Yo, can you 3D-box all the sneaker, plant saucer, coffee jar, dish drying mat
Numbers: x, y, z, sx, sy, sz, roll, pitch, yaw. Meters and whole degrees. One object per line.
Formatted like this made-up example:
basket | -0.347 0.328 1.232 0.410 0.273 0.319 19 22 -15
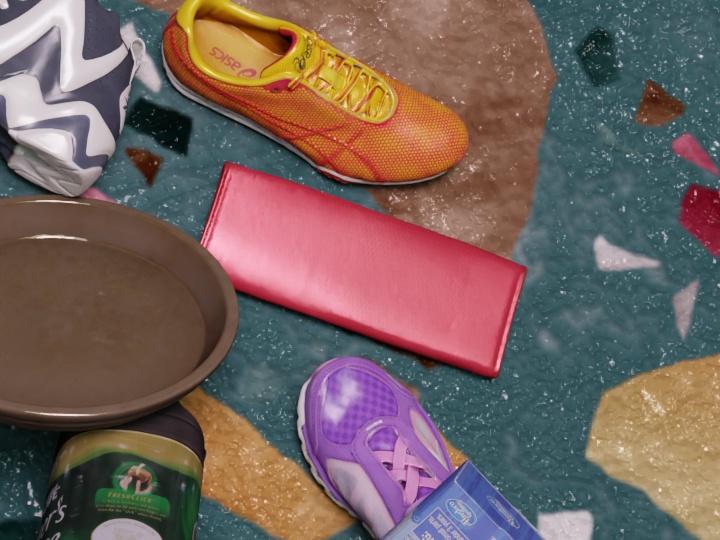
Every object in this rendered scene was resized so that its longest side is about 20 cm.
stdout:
sneaker | 0.034 0.136 1.190 0.080 0.088 0.200 -26 82 -17
plant saucer | -0.169 0.025 1.151 0.200 0.029 0.200 6 36 -4
sneaker | -0.217 -0.146 1.212 0.199 0.079 0.130 28 66 0
coffee jar | -0.133 0.166 1.102 0.085 0.104 0.200 10 46 -8
sneaker | -0.026 -0.107 1.246 0.200 0.077 0.073 19 70 -9
dish drying mat | 0.000 0.000 1.255 0.200 0.018 0.077 19 73 -9

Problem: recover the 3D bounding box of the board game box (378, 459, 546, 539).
board game box | 0.055 0.244 1.133 0.200 0.043 0.199 46 109 2
